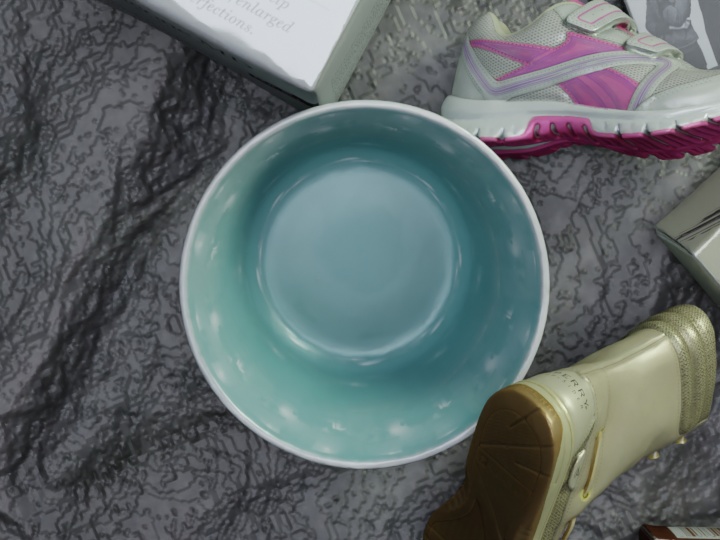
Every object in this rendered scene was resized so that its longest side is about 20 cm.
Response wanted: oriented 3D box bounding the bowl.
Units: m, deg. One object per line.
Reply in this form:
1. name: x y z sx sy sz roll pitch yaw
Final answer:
1. bowl: 0.000 0.000 1.252 0.199 0.105 0.202 0 100 -3

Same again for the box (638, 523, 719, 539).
1. box: 0.207 0.248 1.273 0.099 0.075 0.202 0 91 1

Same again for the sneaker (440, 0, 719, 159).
1. sneaker: 0.138 -0.112 1.259 0.199 0.081 0.089 1 84 16

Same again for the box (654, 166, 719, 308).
1. box: 0.269 -0.057 1.265 0.200 0.068 0.082 -44 109 1

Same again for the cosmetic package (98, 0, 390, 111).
1. cosmetic package: -0.054 -0.196 1.216 0.164 0.200 0.166 28 90 2

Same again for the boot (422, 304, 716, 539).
1. boot: 0.119 0.113 1.266 0.155 0.201 0.073 -26 56 -37

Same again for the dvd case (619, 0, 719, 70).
1. dvd case: 0.209 -0.211 1.299 0.149 0.025 0.201 -21 89 1
